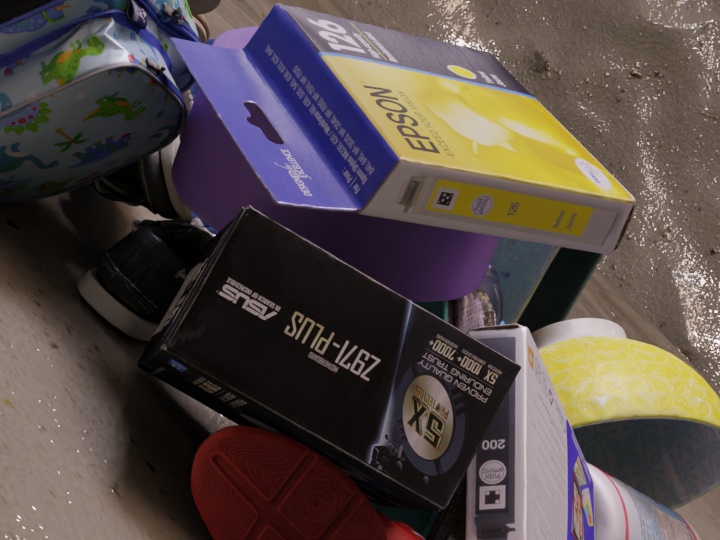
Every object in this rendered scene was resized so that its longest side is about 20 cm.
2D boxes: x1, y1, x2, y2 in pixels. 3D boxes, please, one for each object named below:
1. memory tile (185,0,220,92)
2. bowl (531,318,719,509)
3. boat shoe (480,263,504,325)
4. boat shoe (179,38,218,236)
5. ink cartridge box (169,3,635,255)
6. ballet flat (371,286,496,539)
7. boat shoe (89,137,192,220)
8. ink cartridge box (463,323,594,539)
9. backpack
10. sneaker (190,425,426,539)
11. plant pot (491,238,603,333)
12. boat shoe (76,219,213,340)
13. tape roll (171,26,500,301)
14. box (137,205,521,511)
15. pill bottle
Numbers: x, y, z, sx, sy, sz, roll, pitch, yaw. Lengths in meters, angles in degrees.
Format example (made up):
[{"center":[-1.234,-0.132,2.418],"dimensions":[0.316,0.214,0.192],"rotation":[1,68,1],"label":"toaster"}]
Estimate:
[{"center":[-0.175,-0.163,1.451],"dimensions":[0.153,0.017,0.200],"rotation":[17,-30,-6],"label":"memory tile"},{"center":[0.156,0.098,1.543],"dimensions":[0.200,0.200,0.108],"rotation":[31,41,-50],"label":"bowl"},{"center":[0.000,0.000,1.481],"dimensions":[0.200,0.084,0.069],"rotation":[22,56,-22],"label":"boat shoe"},{"center":[-0.102,-0.082,1.667],"dimensions":[0.072,0.072,0.200],"rotation":[1,49,-6],"label":"boat shoe"},{"center":[0.019,-0.083,1.201],"dimensions":[0.200,0.047,0.198],"rotation":[11,26,-29],"label":"ink cartridge box"},{"center":[0.051,0.095,1.321],"dimensions":[0.072,0.072,0.200],"rotation":[32,58,-47],"label":"ballet flat"},{"center":[-0.146,-0.065,1.420],"dimensions":[0.200,0.068,0.072],"rotation":[-142,-140,-74],"label":"boat shoe"},{"center":[0.101,0.166,1.285],"dimensions":[0.198,0.043,0.200],"rotation":[63,23,-52],"label":"ink cartridge box"},{"center":[-0.186,-0.126,1.291],"dimensions":[0.147,0.183,0.200],"rotation":[70,14,13],"label":"backpack"},{"center":[-0.016,0.148,1.178],"dimensions":[0.200,0.078,0.116],"rotation":[42,-6,-14],"label":"sneaker"},{"center":[0.042,0.001,1.630],"dimensions":[0.200,0.196,0.196],"rotation":[32,8,14],"label":"plant pot"},{"center":[-0.111,0.002,1.367],"dimensions":[0.076,0.060,0.200],"rotation":[42,10,2],"label":"boat shoe"},{"center":[-0.005,-0.066,1.312],"dimensions":[0.200,0.085,0.200],"rotation":[18,20,-7],"label":"tape roll"},{"center":[-0.024,0.052,1.183],"dimensions":[0.164,0.086,0.200],"rotation":[30,-9,-6],"label":"box"},{"center":[0.169,0.200,1.505],"dimensions":[0.200,0.109,0.109],"rotation":[31,16,-52],"label":"pill bottle"}]
